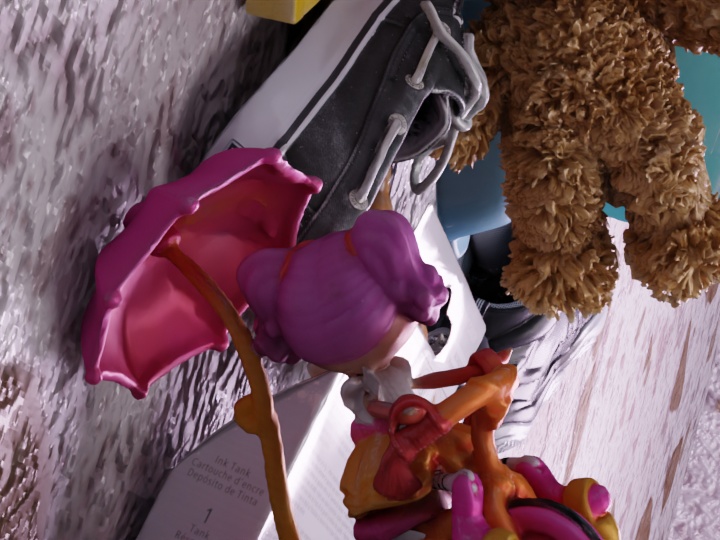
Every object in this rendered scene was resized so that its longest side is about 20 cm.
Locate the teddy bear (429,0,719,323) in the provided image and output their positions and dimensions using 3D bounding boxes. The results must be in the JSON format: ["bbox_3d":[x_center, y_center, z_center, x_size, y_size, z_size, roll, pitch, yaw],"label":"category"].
[{"bbox_3d":[0.092,-0.075,0.937,0.067,0.144,0.201,-42,138,-71],"label":"teddy bear"}]

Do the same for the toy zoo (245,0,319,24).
[{"bbox_3d":[-0.003,-0.171,0.830,0.200,0.020,0.132,-52,153,-59],"label":"toy zoo"}]

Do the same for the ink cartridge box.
[{"bbox_3d":[-0.024,0.080,0.889,0.163,0.057,0.201,61,50,-69],"label":"ink cartridge box"}]

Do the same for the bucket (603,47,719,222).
[{"bbox_3d":[0.158,-0.093,1.186,0.207,0.207,0.135,23,84,-76],"label":"bucket"}]

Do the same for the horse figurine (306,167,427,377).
[{"bbox_3d":[0.000,0.000,0.955,0.200,0.050,0.133,77,23,-55],"label":"horse figurine"}]

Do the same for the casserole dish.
[{"bbox_3d":[0.059,-0.104,1.025,0.121,0.039,0.201,-42,134,-75],"label":"casserole dish"}]

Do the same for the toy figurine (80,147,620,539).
[{"bbox_3d":[-0.007,0.050,0.715,0.150,0.200,0.185,-31,103,-52],"label":"toy figurine"}]

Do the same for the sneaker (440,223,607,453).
[{"bbox_3d":[0.092,0.003,1.258,0.200,0.075,0.114,-56,159,-47],"label":"sneaker"}]

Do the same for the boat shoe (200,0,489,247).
[{"bbox_3d":[0.010,-0.067,0.844,0.074,0.068,0.199,-55,180,36],"label":"boat shoe"}]

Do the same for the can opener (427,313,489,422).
[{"bbox_3d":[0.007,0.088,1.036,0.200,0.063,0.079,-60,159,-49],"label":"can opener"}]

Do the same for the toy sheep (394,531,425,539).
[{"bbox_3d":[0.025,0.171,1.056,0.200,0.138,0.138,-1,105,-59],"label":"toy sheep"}]
